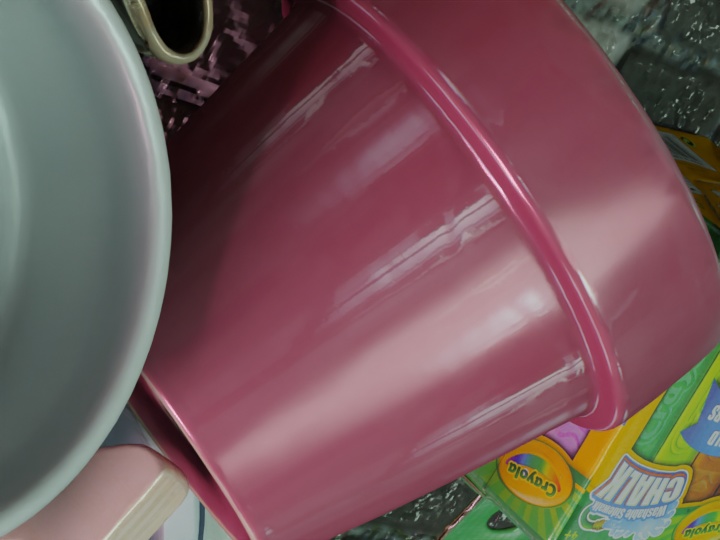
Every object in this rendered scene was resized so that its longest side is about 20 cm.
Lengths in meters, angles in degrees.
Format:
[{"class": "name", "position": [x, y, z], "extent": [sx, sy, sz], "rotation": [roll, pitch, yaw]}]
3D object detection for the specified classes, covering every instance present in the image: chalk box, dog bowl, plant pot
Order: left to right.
[{"class": "dog bowl", "position": [-0.155, -0.015, 0.709], "extent": [0.199, 0.078, 0.202], "rotation": [-3, 94, -44]}, {"class": "plant pot", "position": [0.000, 0.000, 0.838], "extent": [0.179, 0.200, 0.201], "rotation": [-36, 140, -11]}, {"class": "chalk box", "position": [0.106, 0.048, 1.037], "extent": [0.124, 0.124, 0.201], "rotation": [10, 115, -46]}]

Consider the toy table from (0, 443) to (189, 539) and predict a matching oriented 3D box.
[{"class": "toy table", "position": [-0.152, 0.110, 0.854], "extent": [0.199, 0.117, 0.184], "rotation": [25, 103, -49]}]

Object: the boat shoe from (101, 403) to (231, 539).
[{"class": "boat shoe", "position": [-0.062, 0.113, 0.974], "extent": [0.086, 0.075, 0.203], "rotation": [-24, 138, -26]}]

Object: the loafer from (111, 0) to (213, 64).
[{"class": "loafer", "position": [-0.076, -0.153, 0.745], "extent": [0.072, 0.063, 0.201], "rotation": [-30, 138, -22]}]

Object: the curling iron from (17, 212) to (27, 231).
[{"class": "curling iron", "position": [-0.188, 0.013, 0.796], "extent": [0.199, 0.050, 0.026], "rotation": [-35, 167, -16]}]
